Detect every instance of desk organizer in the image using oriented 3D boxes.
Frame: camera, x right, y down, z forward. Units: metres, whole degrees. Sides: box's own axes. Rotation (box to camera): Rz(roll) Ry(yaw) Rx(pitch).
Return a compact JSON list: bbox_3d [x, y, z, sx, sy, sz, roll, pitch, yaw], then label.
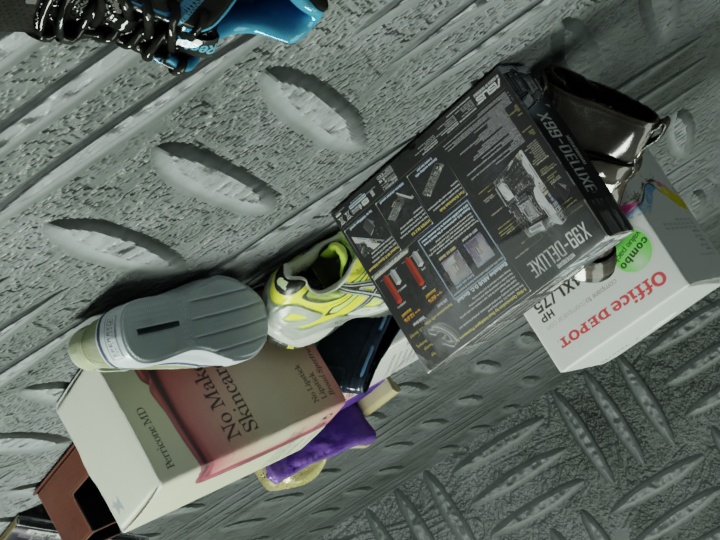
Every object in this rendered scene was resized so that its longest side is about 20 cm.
[{"bbox_3d":[-0.242,0.199,1.456,0.072,0.077,0.200,-20,162,-40],"label":"desk organizer"}]

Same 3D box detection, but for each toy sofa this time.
[{"bbox_3d":[-0.045,0.168,1.738,0.200,0.098,0.083,-15,160,-47],"label":"toy sofa"}]

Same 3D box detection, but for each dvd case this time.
[{"bbox_3d":[-0.340,0.326,1.667,0.148,0.016,0.200,14,143,-24],"label":"dvd case"}]

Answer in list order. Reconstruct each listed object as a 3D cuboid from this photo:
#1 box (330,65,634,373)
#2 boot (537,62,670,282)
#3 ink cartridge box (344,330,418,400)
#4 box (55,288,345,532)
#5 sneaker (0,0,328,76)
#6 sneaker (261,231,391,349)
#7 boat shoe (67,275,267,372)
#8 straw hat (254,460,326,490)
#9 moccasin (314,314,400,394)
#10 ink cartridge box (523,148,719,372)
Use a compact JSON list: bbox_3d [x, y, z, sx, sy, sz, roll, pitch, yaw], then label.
[{"bbox_3d":[0.091,-0.039,1.172,0.200,0.158,0.050,-41,164,31],"label":"box"},{"bbox_3d":[0.146,-0.092,1.230,0.069,0.199,0.175,-52,154,-48],"label":"boot"},{"bbox_3d":[0.038,0.043,1.499,0.200,0.084,0.145,-29,166,-14],"label":"ink cartridge box"},{"bbox_3d":[-0.136,0.115,1.284,0.200,0.128,0.109,-22,163,-37],"label":"box"},{"bbox_3d":[-0.097,-0.123,0.620,0.200,0.082,0.073,-20,164,-36],"label":"sneaker"},{"bbox_3d":[0.000,0.000,1.295,0.200,0.075,0.077,-31,156,-34],"label":"sneaker"},{"bbox_3d":[-0.147,0.044,1.171,0.062,0.072,0.200,-11,175,31],"label":"boat shoe"},{"bbox_3d":[-0.093,0.232,1.882,0.201,0.085,0.201,-29,166,-8],"label":"straw hat"},{"bbox_3d":[0.032,0.040,1.373,0.200,0.068,0.081,-53,153,-23],"label":"moccasin"},{"bbox_3d":[0.209,-0.033,1.358,0.147,0.200,0.146,-38,165,24],"label":"ink cartridge box"}]
